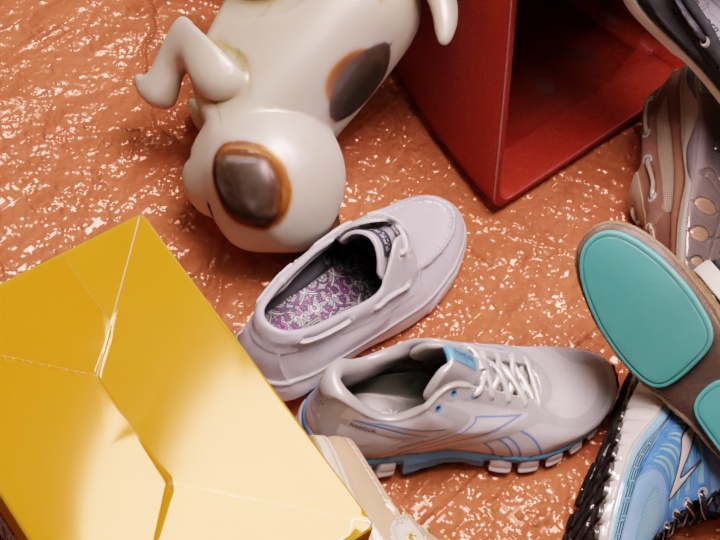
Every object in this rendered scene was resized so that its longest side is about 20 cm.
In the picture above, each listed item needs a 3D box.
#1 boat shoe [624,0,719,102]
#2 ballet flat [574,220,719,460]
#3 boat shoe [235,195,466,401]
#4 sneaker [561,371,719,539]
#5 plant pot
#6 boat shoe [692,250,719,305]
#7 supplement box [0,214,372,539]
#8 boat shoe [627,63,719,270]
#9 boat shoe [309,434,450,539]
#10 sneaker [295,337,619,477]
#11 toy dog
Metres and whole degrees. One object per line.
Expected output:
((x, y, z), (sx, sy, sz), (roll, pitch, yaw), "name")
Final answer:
((0.247, -0.132, 0.951), (0.199, 0.066, 0.075), (41, 77, -9), "boat shoe")
((0.200, 0.051, 0.910), (0.200, 0.068, 0.072), (48, 28, 8), "ballet flat")
((0.000, 0.000, 0.965), (0.199, 0.069, 0.072), (-31, 67, -35), "boat shoe")
((0.179, 0.123, 0.921), (0.089, 0.079, 0.201), (27, 58, 4), "sneaker")
((0.106, -0.203, 1.059), (0.199, 0.201, 0.176), (-32, 55, -26), "plant pot")
((0.281, 0.057, 0.929), (0.066, 0.075, 0.200), (-40, 69, 3), "boat shoe")
((-0.114, 0.125, 0.795), (0.132, 0.200, 0.198), (-28, 66, -25), "supplement box")
((0.214, -0.044, 1.039), (0.075, 0.072, 0.201), (27, 59, -29), "boat shoe")
((0.025, 0.176, 0.869), (0.069, 0.074, 0.201), (-12, 63, -27), "boat shoe")
((0.063, 0.072, 0.929), (0.198, 0.087, 0.075), (-8, 58, -16), "sneaker")
((-0.041, -0.108, 0.993), (0.193, 0.140, 0.201), (13, 80, 17), "toy dog")
